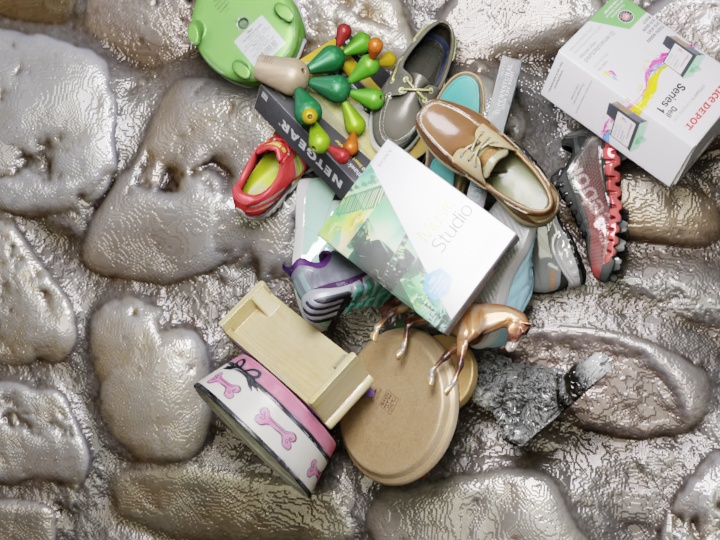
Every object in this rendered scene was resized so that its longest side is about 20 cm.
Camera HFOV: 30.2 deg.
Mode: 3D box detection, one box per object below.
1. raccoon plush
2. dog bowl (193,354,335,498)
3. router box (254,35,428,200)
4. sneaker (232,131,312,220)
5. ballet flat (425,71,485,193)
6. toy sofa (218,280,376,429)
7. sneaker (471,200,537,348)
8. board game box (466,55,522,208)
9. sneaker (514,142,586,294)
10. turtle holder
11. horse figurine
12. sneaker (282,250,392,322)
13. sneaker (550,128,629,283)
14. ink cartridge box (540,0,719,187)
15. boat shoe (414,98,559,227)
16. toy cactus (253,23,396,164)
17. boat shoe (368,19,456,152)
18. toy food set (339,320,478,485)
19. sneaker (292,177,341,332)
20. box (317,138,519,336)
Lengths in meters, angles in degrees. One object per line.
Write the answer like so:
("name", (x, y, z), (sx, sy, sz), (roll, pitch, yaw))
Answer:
("raccoon plush", (0.207, 0.117, 1.620), (0.134, 0.096, 0.200), (51, 120, 11))
("dog bowl", (-0.112, 0.187, 1.652), (0.200, 0.200, 0.074), (41, 77, 12))
("router box", (-0.012, -0.189, 1.690), (0.157, 0.052, 0.200), (-37, 77, -30))
("sneaker", (-0.095, -0.152, 1.722), (0.077, 0.085, 0.201), (32, 82, 13))
("ballet flat", (0.114, -0.151, 1.662), (0.068, 0.063, 0.202), (21, 106, 18))
("toy sofa", (-0.077, 0.109, 1.654), (0.083, 0.098, 0.199), (-45, 53, -12))
("sneaker", (0.180, -0.002, 1.628), (0.074, 0.081, 0.202), (28, 104, 38))
("board game box", (0.159, -0.152, 1.646), (0.028, 0.135, 0.203), (15, 87, 4))
("sneaker", (0.213, -0.066, 1.662), (0.079, 0.074, 0.202), (-22, 81, 14))
("turtle holder", (-0.155, -0.314, 1.731), (0.184, 0.132, 0.143), (19, 90, 14))
("horse figurine", (0.096, 0.063, 1.590), (0.199, 0.050, 0.133), (34, 85, 40))
("sneaker", (0.000, 0.000, 1.658), (0.088, 0.198, 0.075), (57, 136, 26))
("sneaker", (0.283, -0.084, 1.648), (0.097, 0.071, 0.203), (-2, 83, 11))
("ink cartridge box", (0.343, -0.219, 1.609), (0.199, 0.084, 0.145), (38, 58, 12))
("boat shoe", (0.151, -0.130, 1.541), (0.199, 0.074, 0.076), (37, 89, 5))
("toy cactus", (-0.050, -0.228, 1.624), (0.163, 0.103, 0.202), (16, 66, 5))
("boat shoe", (0.066, -0.230, 1.666), (0.071, 0.060, 0.203), (27, 59, -4))
("toy food set", (0.049, 0.164, 1.651), (0.197, 0.048, 0.203), (14, 89, 44))
("sneaker", (-0.022, -0.023, 1.703), (0.117, 0.074, 0.203), (-3, 82, 18))
("box", (0.067, -0.040, 1.566), (0.199, 0.036, 0.145), (37, 90, 19))
